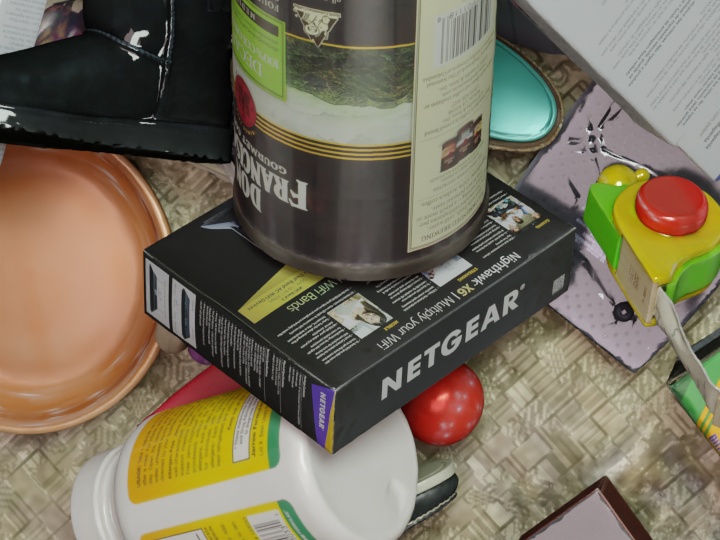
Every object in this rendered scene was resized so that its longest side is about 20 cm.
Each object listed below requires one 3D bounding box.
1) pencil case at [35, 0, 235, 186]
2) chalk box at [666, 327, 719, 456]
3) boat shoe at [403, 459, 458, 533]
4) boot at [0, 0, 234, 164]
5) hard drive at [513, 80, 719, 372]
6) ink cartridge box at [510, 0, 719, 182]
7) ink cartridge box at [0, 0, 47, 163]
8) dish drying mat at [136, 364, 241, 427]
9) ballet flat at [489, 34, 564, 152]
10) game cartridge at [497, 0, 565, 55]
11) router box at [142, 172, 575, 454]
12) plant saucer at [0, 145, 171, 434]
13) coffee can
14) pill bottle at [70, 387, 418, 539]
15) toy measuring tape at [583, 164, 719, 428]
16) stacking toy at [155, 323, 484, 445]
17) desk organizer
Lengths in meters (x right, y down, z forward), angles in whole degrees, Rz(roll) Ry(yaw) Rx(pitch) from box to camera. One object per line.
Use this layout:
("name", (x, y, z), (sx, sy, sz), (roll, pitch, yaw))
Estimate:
("pencil case", (-0.123, -0.105, 1.432), (0.200, 0.090, 0.078), (20, 139, 4))
("chalk box", (0.295, 0.051, 1.358), (0.200, 0.125, 0.124), (-35, 88, 12))
("boat shoe", (-0.015, 0.185, 1.448), (0.199, 0.075, 0.066), (-31, 91, 11))
("boot", (-0.149, -0.149, 1.344), (0.198, 0.073, 0.163), (5, 88, -19))
("hard drive", (0.179, -0.055, 1.411), (0.135, 0.042, 0.200), (38, 100, 5))
("ink cartridge box", (0.197, -0.180, 1.323), (0.197, 0.200, 0.043), (-51, 41, 0))
("ink cartridge box", (-0.274, -0.131, 1.434), (0.199, 0.041, 0.201), (26, 100, 44))
("dish drying mat", (-0.042, 0.068, 1.472), (0.200, 0.018, 0.077), (-37, 87, 10))
("ballet flat", (0.031, -0.125, 1.421), (0.200, 0.065, 0.071), (28, 79, 7))
("game cartridge", (0.038, -0.184, 1.376), (0.199, 0.133, 0.041), (18, 76, 11))
("router box", (0.000, 0.000, 1.351), (0.157, 0.200, 0.052), (35, 141, 31))
("plant saucer", (-0.209, 0.002, 1.487), (0.200, 0.037, 0.201), (1, 95, 9))
("coffee can", (0.002, -0.117, 1.277), (0.146, 0.147, 0.200), (9, 130, 9))
("pill bottle", (-0.074, 0.129, 1.395), (0.200, 0.113, 0.113), (-18, 91, 37))
("toy measuring tape", (0.188, 0.007, 1.325), (0.074, 0.074, 0.200), (-37, 47, 11))
("stacking toy", (-0.020, 0.050, 1.421), (0.200, 0.085, 0.086), (26, 98, 3))
("desk organizer", (0.088, 0.212, 1.430), (0.200, 0.077, 0.072), (-37, 88, 11))
